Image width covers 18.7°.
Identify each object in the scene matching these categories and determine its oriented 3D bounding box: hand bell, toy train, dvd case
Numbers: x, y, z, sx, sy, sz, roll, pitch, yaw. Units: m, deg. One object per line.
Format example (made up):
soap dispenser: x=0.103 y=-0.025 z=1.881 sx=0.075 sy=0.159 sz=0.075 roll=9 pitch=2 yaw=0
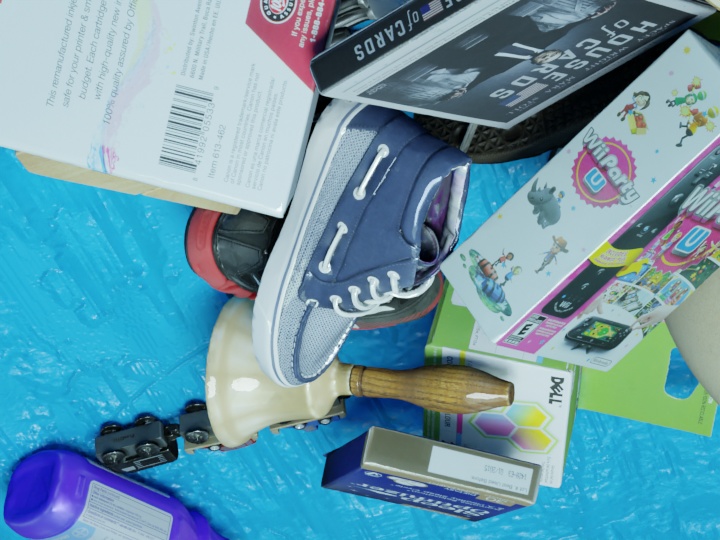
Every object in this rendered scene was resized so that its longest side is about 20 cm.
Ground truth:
hand bell: x=0.006 y=0.073 z=1.466 sx=0.198 sy=0.105 sz=0.104 roll=3 pitch=145 yaw=20
toy train: x=-0.099 y=0.115 z=1.610 sx=0.198 sy=0.034 sz=0.046 roll=-15 pitch=144 yaw=12
dvd case: x=0.086 y=-0.126 z=1.171 sx=0.150 sy=0.025 sz=0.199 roll=-28 pitch=163 yaw=29

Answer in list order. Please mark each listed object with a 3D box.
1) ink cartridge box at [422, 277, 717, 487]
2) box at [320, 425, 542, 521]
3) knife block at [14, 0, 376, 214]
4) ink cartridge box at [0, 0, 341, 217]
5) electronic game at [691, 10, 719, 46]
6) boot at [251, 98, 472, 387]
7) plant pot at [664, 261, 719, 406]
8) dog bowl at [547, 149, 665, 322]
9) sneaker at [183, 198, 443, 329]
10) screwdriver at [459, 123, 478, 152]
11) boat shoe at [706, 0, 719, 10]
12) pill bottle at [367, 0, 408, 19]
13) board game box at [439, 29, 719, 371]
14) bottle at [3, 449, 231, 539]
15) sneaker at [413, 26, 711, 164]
ink cartridge box: x=0.148 y=0.084 z=1.522 sx=0.198 sy=0.076 sz=0.148 roll=11 pitch=143 yaw=10
box: x=0.043 y=0.146 z=1.537 sx=0.120 sy=0.033 sz=0.200 roll=14 pitch=169 yaw=-8
knife block: x=-0.089 y=-0.118 z=1.296 sx=0.198 sy=0.064 sz=0.176 roll=11 pitch=138 yaw=-19
ink cartridge box: x=-0.118 y=-0.127 z=1.178 sx=0.198 sy=0.083 sz=0.147 roll=14 pitch=99 yaw=0
electronic game: x=0.239 y=-0.200 z=1.247 sx=0.198 sy=0.042 sz=0.201 roll=-3 pitch=141 yaw=-2
boot: x=0.000 y=0.000 z=1.282 sx=0.072 sy=0.090 sz=0.201 roll=-20 pitch=135 yaw=-44
plant pot: x=0.290 y=0.039 z=1.362 sx=0.198 sy=0.135 sz=0.201 roll=-4 pitch=141 yaw=-3
dog bowl: x=0.222 y=-0.043 z=1.417 sx=0.198 sy=0.074 sz=0.201 roll=-3 pitch=142 yaw=-2
sneaker: x=-0.013 y=-0.002 z=1.408 sx=0.199 sy=0.071 sz=0.098 roll=16 pitch=174 yaw=-38
screwdriver: x=0.089 y=-0.152 z=1.268 sx=0.029 sy=0.028 sz=0.201 roll=26 pitch=122 yaw=-1
boat shoe: x=0.219 y=-0.175 z=1.198 sx=0.069 sy=0.074 sz=0.200 roll=-33 pitch=131 yaw=24
pill bottle: x=0.075 y=-0.208 z=1.162 sx=0.111 sy=0.113 sz=0.200 roll=10 pitch=139 yaw=-19
board game box: x=0.164 y=-0.035 z=1.269 sx=0.200 sy=0.064 sz=0.147 roll=-45 pitch=152 yaw=19
bottle: x=-0.175 y=0.199 z=1.676 sx=0.083 sy=0.066 sz=0.199 roll=-17 pitch=144 yaw=43
sneaker: x=0.131 y=-0.094 z=1.334 sx=0.199 sy=0.071 sz=0.075 roll=-8 pitch=157 yaw=28
